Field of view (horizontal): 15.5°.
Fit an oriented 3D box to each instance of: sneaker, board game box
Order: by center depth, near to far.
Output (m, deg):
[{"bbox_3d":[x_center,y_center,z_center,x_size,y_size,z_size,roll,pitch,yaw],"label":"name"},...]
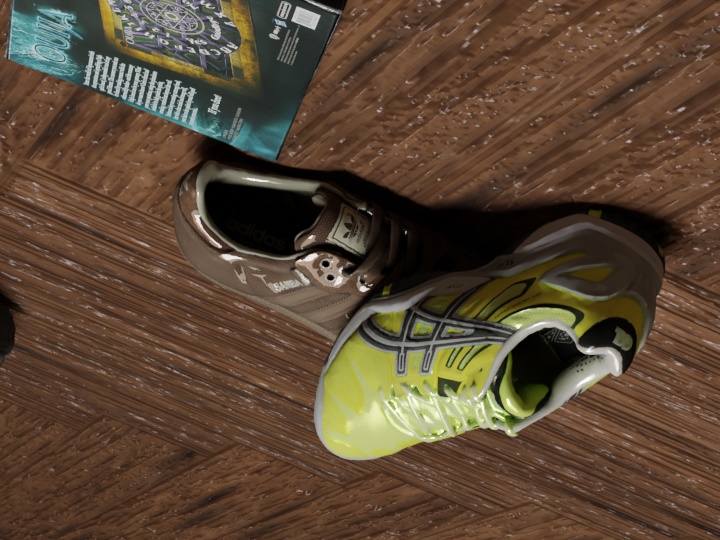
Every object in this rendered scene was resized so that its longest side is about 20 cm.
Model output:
[{"bbox_3d":[-0.080,-0.109,1.107,0.134,0.028,0.200,21,163,-4],"label":"board game box"},{"bbox_3d":[0.050,0.042,1.223,0.200,0.077,0.075,-32,118,34],"label":"sneaker"},{"bbox_3d":[0.000,0.000,1.281,0.199,0.071,0.076,16,161,8],"label":"sneaker"}]

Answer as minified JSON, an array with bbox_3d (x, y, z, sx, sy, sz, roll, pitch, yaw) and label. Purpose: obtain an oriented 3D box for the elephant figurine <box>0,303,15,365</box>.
[{"bbox_3d":[-0.333,0.037,1.683,0.199,0.142,0.155,35,133,1],"label":"elephant figurine"}]
